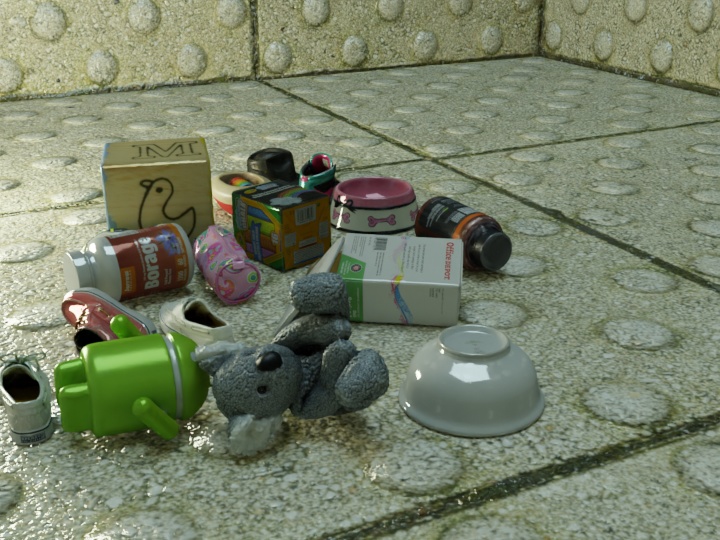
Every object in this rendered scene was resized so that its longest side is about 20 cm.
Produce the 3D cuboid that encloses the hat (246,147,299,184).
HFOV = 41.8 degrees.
[{"bbox_3d":[-0.210,-0.248,2.244,0.198,0.082,0.201,0,20,0],"label":"hat"}]

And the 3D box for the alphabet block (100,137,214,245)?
[{"bbox_3d":[-0.388,-0.141,1.822,0.197,0.198,0.197,-6,23,-11],"label":"alphabet block"}]

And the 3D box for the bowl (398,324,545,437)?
[{"bbox_3d":[0.148,0.132,1.256,0.198,0.091,0.201,-1,21,0],"label":"bowl"}]

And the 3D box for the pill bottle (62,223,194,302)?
[{"bbox_3d":[-0.390,-0.008,1.587,0.198,0.114,0.112,-15,25,-32],"label":"pill bottle"}]

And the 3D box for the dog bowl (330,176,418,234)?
[{"bbox_3d":[0.029,-0.141,1.980,0.197,0.075,0.200,0,22,0],"label":"dog bowl"}]

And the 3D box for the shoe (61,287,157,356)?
[{"bbox_3d":[-0.403,0.082,1.410,0.199,0.072,0.091,19,22,31],"label":"shoe"}]

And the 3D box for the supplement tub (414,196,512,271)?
[{"bbox_3d":[0.191,-0.063,1.733,0.106,0.108,0.200,-11,24,-27],"label":"supplement tub"}]

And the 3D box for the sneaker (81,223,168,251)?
[{"bbox_3d":[-0.411,-0.031,1.702,0.198,0.076,0.077,-14,49,-5],"label":"sneaker"}]

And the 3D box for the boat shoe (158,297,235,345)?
[{"bbox_3d":[-0.250,0.074,1.433,0.070,0.071,0.199,-13,25,-30],"label":"boat shoe"}]

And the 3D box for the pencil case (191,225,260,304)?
[{"bbox_3d":[-0.236,-0.013,1.640,0.086,0.088,0.200,-7,23,-18],"label":"pencil case"}]

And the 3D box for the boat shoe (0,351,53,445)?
[{"bbox_3d":[-0.446,0.143,1.234,0.074,0.087,0.202,-8,23,-20],"label":"boat shoe"}]

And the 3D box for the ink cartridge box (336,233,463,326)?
[{"bbox_3d":[0.066,0.014,1.532,0.197,0.085,0.145,3,33,6],"label":"ink cartridge box"}]

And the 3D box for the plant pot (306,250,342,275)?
[{"bbox_3d":[0.000,0.000,1.682,0.197,0.028,0.200,0,21,0],"label":"plant pot"}]

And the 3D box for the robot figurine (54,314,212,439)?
[{"bbox_3d":[-0.281,0.143,1.192,0.198,0.117,0.176,-8,39,-22],"label":"robot figurine"}]

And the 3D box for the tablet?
[{"bbox_3d":[-0.081,0.022,1.516,0.014,0.130,0.200,38,22,-6],"label":"tablet"}]

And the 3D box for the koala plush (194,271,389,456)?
[{"bbox_3d":[-0.095,0.132,1.170,0.198,0.184,0.179,-20,68,-22],"label":"koala plush"}]

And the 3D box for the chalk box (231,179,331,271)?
[{"bbox_3d":[-0.164,-0.093,1.791,0.124,0.125,0.199,-19,27,-38],"label":"chalk box"}]

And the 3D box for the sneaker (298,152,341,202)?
[{"bbox_3d":[-0.069,-0.199,2.063,0.083,0.122,0.199,13,25,32],"label":"sneaker"}]

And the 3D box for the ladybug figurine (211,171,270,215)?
[{"bbox_3d":[-0.252,-0.161,2.033,0.134,0.073,0.200,-9,22,-22],"label":"ladybug figurine"}]
